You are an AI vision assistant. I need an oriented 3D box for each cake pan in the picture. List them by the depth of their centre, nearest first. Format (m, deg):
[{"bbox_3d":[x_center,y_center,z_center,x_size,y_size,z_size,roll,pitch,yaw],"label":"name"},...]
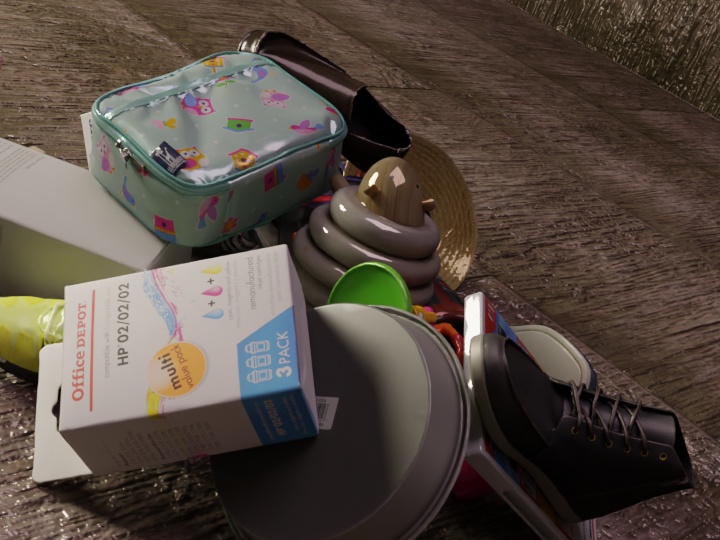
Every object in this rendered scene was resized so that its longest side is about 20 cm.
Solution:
[{"bbox_3d":[-0.023,0.107,0.781,0.200,0.200,0.037,45,0,42],"label":"cake pan"}]

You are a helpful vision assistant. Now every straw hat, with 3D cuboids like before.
[{"bbox_3d":[0.032,-0.057,1.284,0.200,0.203,0.085,0,-11,-40],"label":"straw hat"}]

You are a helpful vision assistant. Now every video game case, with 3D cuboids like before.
[{"bbox_3d":[0.133,0.130,0.879,0.200,0.017,0.144,49,34,-38],"label":"video game case"}]

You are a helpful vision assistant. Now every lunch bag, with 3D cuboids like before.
[{"bbox_3d":[-0.124,-0.110,0.962,0.199,0.077,0.160,-26,57,-39],"label":"lunch bag"}]

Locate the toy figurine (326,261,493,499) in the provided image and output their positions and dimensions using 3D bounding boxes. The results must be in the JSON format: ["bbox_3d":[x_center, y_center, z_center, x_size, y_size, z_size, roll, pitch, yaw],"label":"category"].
[{"bbox_3d":[0.060,0.106,0.901,0.149,0.202,0.183,-11,-15,39],"label":"toy figurine"}]

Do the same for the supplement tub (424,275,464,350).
[{"bbox_3d":[0.029,0.032,1.078,0.106,0.108,0.200,6,28,-32],"label":"supplement tub"}]

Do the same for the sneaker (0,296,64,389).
[{"bbox_3d":[-0.192,0.051,0.868,0.198,0.077,0.076,15,47,-12],"label":"sneaker"}]

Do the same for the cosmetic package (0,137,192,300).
[{"bbox_3d":[-0.249,-0.027,0.953,0.199,0.085,0.108,22,35,8],"label":"cosmetic package"}]

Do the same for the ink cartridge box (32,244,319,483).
[{"bbox_3d":[-0.135,0.064,0.769,0.198,0.068,0.116,-11,54,3],"label":"ink cartridge box"}]

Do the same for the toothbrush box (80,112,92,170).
[{"bbox_3d":[-0.168,-0.133,1.147,0.146,0.086,0.199,-11,5,-38],"label":"toothbrush box"}]

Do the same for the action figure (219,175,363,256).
[{"bbox_3d":[-0.063,-0.048,1.096,0.199,0.106,0.193,-2,15,-39],"label":"action figure"}]

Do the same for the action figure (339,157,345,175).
[{"bbox_3d":[-0.072,-0.130,1.372,0.200,0.104,0.194,45,28,-13],"label":"action figure"}]

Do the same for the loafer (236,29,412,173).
[{"bbox_3d":[-0.026,-0.167,1.082,0.199,0.074,0.071,31,-23,-24],"label":"loafer"}]

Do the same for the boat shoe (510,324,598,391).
[{"bbox_3d":[0.157,0.094,1.056,0.062,0.075,0.199,27,-12,-28],"label":"boat shoe"}]

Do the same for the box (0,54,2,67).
[{"bbox_3d":[-0.416,-0.138,1.033,0.102,0.095,0.200,21,32,0],"label":"box"}]

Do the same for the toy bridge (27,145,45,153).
[{"bbox_3d":[-0.339,-0.101,1.135,0.199,0.027,0.067,27,27,11],"label":"toy bridge"}]

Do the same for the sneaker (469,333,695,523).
[{"bbox_3d":[0.158,0.100,0.807,0.200,0.106,0.075,49,33,-37],"label":"sneaker"}]

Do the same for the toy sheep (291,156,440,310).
[{"bbox_3d":[0.000,0.000,0.955,0.137,0.201,0.138,16,21,-6],"label":"toy sheep"}]
